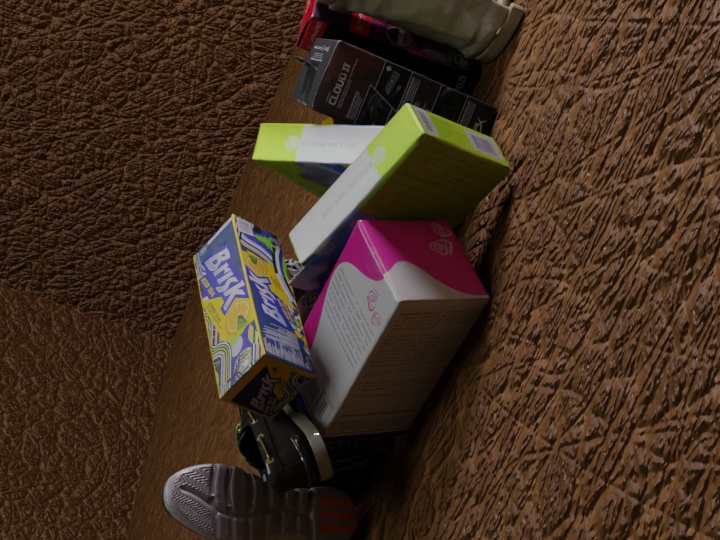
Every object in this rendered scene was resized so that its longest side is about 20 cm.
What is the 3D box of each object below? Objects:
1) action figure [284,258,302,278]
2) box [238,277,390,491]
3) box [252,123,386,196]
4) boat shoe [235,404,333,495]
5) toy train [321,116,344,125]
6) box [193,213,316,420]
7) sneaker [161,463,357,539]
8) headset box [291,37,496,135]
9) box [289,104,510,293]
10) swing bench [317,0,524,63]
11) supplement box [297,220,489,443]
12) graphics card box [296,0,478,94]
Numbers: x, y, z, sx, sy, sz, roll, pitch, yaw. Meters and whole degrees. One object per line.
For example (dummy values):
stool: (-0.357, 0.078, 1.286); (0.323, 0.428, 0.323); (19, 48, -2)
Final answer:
action figure: (-0.060, 0.041, 1.834); (0.200, 0.069, 0.130); (-78, -32, -85)
box: (-0.063, 0.129, 1.493); (0.200, 0.086, 0.164); (70, 154, 19)
box: (0.006, -0.107, 1.436); (0.200, 0.122, 0.048); (6, 77, 37)
boat shoe: (-0.088, 0.159, 1.367); (0.201, 0.060, 0.072); (25, 135, 67)
toy train: (0.008, -0.121, 1.612); (0.056, 0.150, 0.200); (-37, 21, 30)
box: (-0.104, 0.041, 1.365); (0.070, 0.064, 0.200); (-45, 37, 24)
sneaker: (-0.111, 0.247, 1.404); (0.112, 0.199, 0.078); (-37, 42, 56)
headset box: (0.022, -0.179, 1.494); (0.077, 0.200, 0.149); (-66, 13, 5)
box: (0.028, -0.055, 1.320); (0.200, 0.122, 0.048); (-46, 50, 27)
swing bench: (0.067, -0.328, 1.548); (0.130, 0.198, 0.200); (122, 164, -49)
supplement box: (0.020, 0.057, 1.316); (0.101, 0.103, 0.200); (65, 143, 35)
graphics card box: (0.035, -0.269, 1.603); (0.126, 0.199, 0.051); (-81, 15, -46)
